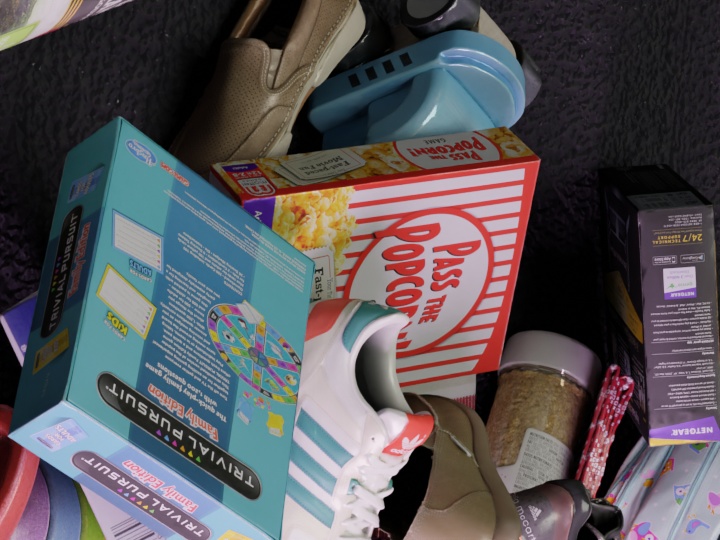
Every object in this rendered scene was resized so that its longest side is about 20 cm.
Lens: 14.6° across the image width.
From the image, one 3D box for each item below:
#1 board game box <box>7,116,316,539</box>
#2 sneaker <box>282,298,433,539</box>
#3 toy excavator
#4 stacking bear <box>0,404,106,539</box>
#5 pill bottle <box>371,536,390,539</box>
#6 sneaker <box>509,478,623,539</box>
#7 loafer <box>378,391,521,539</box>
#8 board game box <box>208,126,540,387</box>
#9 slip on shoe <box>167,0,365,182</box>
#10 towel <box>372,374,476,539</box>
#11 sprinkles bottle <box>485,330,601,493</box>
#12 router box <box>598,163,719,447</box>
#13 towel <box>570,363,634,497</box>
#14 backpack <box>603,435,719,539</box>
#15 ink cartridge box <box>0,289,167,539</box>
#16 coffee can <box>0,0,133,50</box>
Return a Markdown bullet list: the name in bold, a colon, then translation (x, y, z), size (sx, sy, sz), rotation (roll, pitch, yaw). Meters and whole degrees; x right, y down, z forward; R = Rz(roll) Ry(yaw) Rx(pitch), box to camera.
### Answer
- **board game box**: translation (-0.101, 0.039, 1.484), size (0.151, 0.047, 0.200), rotation (37, 40, -29)
- **sneaker**: translation (-0.008, 0.111, 1.579), size (0.070, 0.093, 0.200), rotation (10, 77, -60)
- **toy excavator**: translation (0.010, -0.063, 1.728), size (0.100, 0.194, 0.200), rotation (47, 33, -39)
- **stacking bear**: translation (-0.178, 0.153, 1.563), size (0.200, 0.121, 0.114), rotation (32, 69, -51)
- **pill bottle**: translation (0.003, 0.215, 1.688), size (0.111, 0.200, 0.112), rotation (-6, 98, -46)
- **sneaker**: translation (0.129, 0.178, 1.721), size (0.200, 0.082, 0.077), rotation (57, 10, -68)
- **loafer**: translation (0.037, 0.120, 1.651), size (0.067, 0.200, 0.076), rotation (23, 101, -22)
- **board game box**: translation (0.000, 0.000, 1.664), size (0.200, 0.046, 0.152), rotation (-10, 125, -28)
- **slip on shoe**: translation (-0.065, -0.112, 1.670), size (0.200, 0.076, 0.061), rotation (-54, 135, -30)
- **towel**: translation (0.037, 0.107, 1.823), size (0.144, 0.023, 0.200), rotation (-6, 100, -62)
- **sprinkles bottle**: translation (0.104, 0.140, 1.862), size (0.068, 0.068, 0.200), rotation (42, 55, -40)
- **router box**: translation (0.201, 0.019, 1.895), size (0.052, 0.200, 0.158), rotation (-4, 101, -2)
- **towel**: translation (0.145, 0.168, 1.898), size (0.145, 0.022, 0.200), rotation (91, 16, -81)
- **backpack**: translation (0.240, 0.175, 1.977), size (0.200, 0.126, 0.167), rotation (-54, 146, -30)
- **ink cartridge box**: translation (-0.120, 0.103, 1.563), size (0.200, 0.041, 0.200), rotation (63, 7, 5)
- **coffee can**: translation (-0.201, -0.187, 1.471), size (0.200, 0.146, 0.147), rotation (-27, 113, -41)
